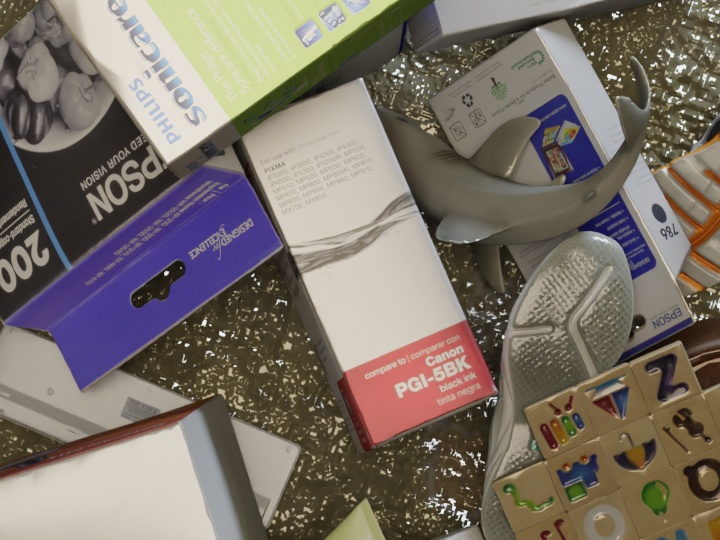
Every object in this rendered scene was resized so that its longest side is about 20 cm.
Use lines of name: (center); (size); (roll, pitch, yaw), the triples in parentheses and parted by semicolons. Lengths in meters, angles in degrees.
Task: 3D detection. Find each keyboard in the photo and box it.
keyboard: (-0.138, 0.095, 1.478); (0.200, 0.011, 0.056); (23, 81, 2)

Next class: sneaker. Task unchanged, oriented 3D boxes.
sneaker: (0.109, 0.070, 1.425); (0.070, 0.080, 0.200); (14, 100, -5)
sneaker: (0.232, -0.059, 1.455); (0.078, 0.077, 0.200); (44, 105, 8)

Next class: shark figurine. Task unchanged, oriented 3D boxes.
shark figurine: (0.088, -0.042, 1.395); (0.214, 0.089, 0.128); (-7, 102, 42)

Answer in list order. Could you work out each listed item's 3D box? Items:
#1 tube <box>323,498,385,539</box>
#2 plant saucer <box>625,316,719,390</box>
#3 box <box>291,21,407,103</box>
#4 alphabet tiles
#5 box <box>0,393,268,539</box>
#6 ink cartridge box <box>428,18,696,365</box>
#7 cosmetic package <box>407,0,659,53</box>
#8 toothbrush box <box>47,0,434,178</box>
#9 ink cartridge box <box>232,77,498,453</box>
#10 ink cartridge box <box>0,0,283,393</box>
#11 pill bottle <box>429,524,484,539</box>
tube: (-0.046, 0.215, 1.396); (0.058, 0.052, 0.200); (42, 122, -13)
plant saucer: (0.232, 0.122, 1.445); (0.200, 0.034, 0.200); (-1, 77, 2)
box: (-0.061, -0.204, 1.412); (0.105, 0.184, 0.200); (-28, 86, -3)
alphabet tiles: (0.178, 0.150, 1.399); (0.166, 0.006, 0.200); (-24, 100, 1)
box: (-0.144, 0.148, 1.370); (0.152, 0.200, 0.106); (-17, 90, 2)
ink cartridge box: (0.128, -0.041, 1.444); (0.099, 0.039, 0.200); (-31, 84, 40)
cosmetic package: (0.118, -0.192, 1.443); (0.200, 0.051, 0.083); (-14, 87, -22)
toothbrush box: (-0.060, -0.166, 1.274); (0.200, 0.086, 0.146); (-36, 87, -2)
ink cartridge box: (0.000, 0.000, 1.413); (0.083, 0.147, 0.200); (-23, 87, -5)
ink cartridge box: (-0.159, -0.053, 1.405); (0.198, 0.043, 0.200); (-36, 76, 37)
pill bottle: (0.062, 0.260, 1.410); (0.114, 0.114, 0.200); (-21, 85, -1)
